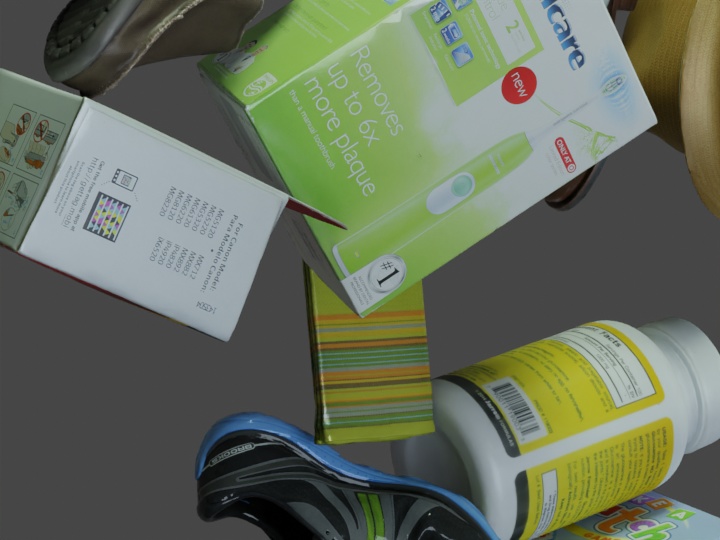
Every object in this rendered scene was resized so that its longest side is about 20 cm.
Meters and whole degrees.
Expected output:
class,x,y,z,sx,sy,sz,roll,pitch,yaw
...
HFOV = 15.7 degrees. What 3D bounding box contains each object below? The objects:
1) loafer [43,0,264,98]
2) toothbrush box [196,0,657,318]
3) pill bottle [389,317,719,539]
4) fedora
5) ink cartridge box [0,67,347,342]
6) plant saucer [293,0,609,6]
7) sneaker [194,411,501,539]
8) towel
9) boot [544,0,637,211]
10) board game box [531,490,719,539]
class,x,y,z,sx,sy,sz,roll,pitch,yaw
loafer,-0.082,-0.141,1.331,0.071,0.073,0.200,56,49,-15
toothbrush box,0.037,-0.095,1.412,0.200,0.086,0.146,-33,120,-9
pill bottle,0.127,0.097,1.613,0.200,0.112,0.113,-18,112,-30
fedora,0.212,-0.126,1.616,0.200,0.082,0.201,-18,110,-60
ink cartridge box,-0.134,-0.036,1.341,0.175,0.200,0.084,25,88,-35
plant saucer,0.048,-0.183,1.459,0.200,0.050,0.201,-9,114,-20
sneaker,-0.006,0.153,1.518,0.199,0.071,0.083,23,57,-8
towel,0.000,0.000,1.525,0.086,0.018,0.201,-2,84,-40
boot,0.063,-0.134,1.545,0.199,0.064,0.187,5,100,-32
board game box,0.112,0.184,1.602,0.200,0.151,0.037,-19,111,-30
